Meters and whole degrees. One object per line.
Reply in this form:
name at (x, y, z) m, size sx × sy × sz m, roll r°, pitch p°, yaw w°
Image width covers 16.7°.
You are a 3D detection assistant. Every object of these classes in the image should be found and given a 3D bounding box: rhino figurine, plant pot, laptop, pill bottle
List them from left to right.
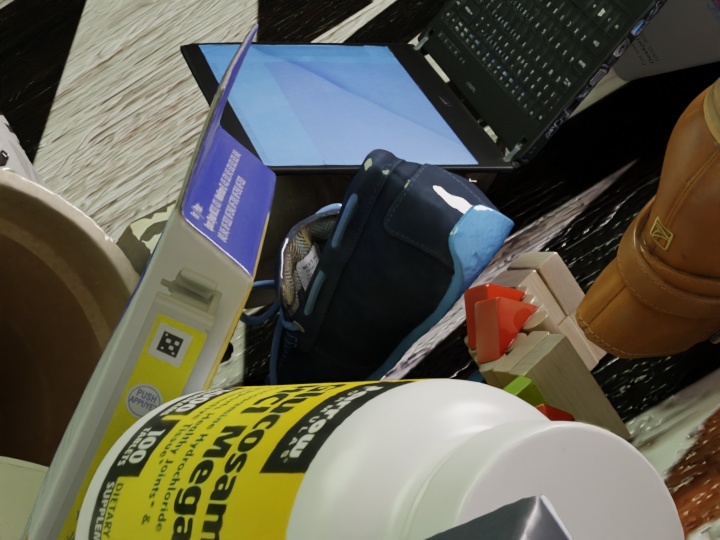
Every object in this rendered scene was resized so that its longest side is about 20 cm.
plant pot at (-0.206, 0.063, 1.119) m, size 0.200 × 0.200 × 0.183 m, roll -41°, pitch 7°, yaw -21°
rhino figurine at (-0.022, -0.017, 1.122) m, size 0.200 × 0.087 × 0.060 m, roll -26°, pitch 21°, yaw -5°
pill bottle at (0.003, 0.090, 0.752) m, size 0.112 × 0.112 × 0.200 m, roll -44°, pitch 20°, yaw -28°
laptop at (0.032, -0.122, 1.100) m, size 0.200 × 0.103 × 0.177 m, roll -50°, pitch 26°, yaw 10°

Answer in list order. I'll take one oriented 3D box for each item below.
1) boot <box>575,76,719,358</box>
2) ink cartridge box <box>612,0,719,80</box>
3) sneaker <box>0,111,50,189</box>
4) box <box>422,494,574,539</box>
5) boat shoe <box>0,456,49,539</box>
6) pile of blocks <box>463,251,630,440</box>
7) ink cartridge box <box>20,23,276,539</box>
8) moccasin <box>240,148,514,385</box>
boot at (0.169, -0.042, 0.875) m, size 0.200 × 0.074 × 0.155 m, roll -8°, pitch -37°, yaw -43°
ink cartridge box at (0.204, -0.171, 1.131) m, size 0.145 × 0.085 × 0.200 m, roll -44°, pitch 18°, yaw -28°
sneaker at (-0.220, -0.027, 1.464) m, size 0.076 × 0.115 × 0.201 m, roll -33°, pitch 18°, yaw 4°
box at (-0.012, 0.169, 0.579) m, size 0.148 × 0.107 × 0.200 m, roll -25°, pitch 20°, yaw 30°
boat shoe at (-0.186, 0.114, 0.987) m, size 0.072 × 0.200 × 0.060 m, roll 49°, pitch 126°, yaw 49°
pile of blocks at (0.049, 0.046, 0.872) m, size 0.082 × 0.062 × 0.200 m, roll -31°, pitch 17°, yaw 10°
ink cartridge box at (-0.069, 0.015, 0.929) m, size 0.200 × 0.047 × 0.198 m, roll -63°, pitch 5°, yaw 11°
moccasin at (0.000, 0.000, 0.986) m, size 0.080 × 0.068 × 0.200 m, roll -52°, pitch 2°, yaw -33°
